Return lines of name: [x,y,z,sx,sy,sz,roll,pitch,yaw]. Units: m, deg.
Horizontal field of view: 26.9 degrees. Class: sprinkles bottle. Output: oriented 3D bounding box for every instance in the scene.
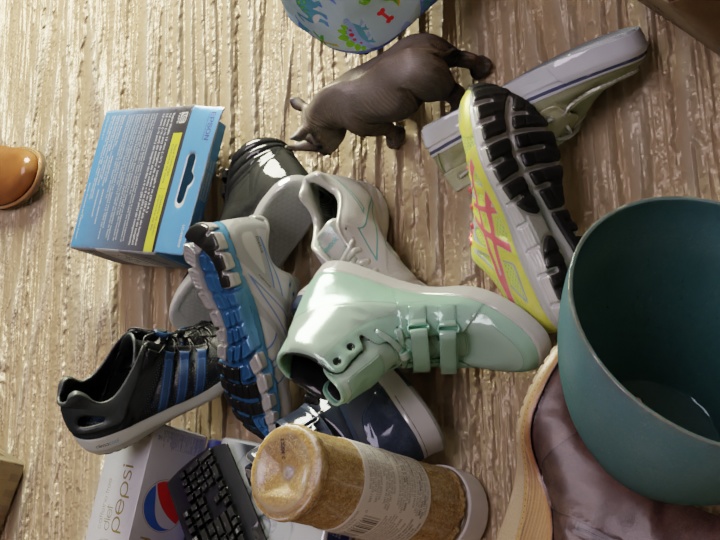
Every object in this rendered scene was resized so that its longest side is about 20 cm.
sprinkles bottle: [0.011,0.161,1.085,0.068,0.199,0.069,-16,65,37]

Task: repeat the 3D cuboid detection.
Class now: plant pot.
plant pot: [0.211,0.071,0.967,0.135,0.198,0.201,106,148,-48]

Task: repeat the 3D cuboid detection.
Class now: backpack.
backpack: [0.003,-0.298,1.257,0.200,0.147,0.183,-48,45,-8]

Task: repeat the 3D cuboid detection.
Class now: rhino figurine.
rhino figurine: [0.009,-0.142,1.273,0.199,0.087,0.060,-22,61,35]

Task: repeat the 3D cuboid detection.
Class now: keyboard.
keyboard: [-0.123,0.252,1.245,0.127,0.020,0.201,-46,49,23]

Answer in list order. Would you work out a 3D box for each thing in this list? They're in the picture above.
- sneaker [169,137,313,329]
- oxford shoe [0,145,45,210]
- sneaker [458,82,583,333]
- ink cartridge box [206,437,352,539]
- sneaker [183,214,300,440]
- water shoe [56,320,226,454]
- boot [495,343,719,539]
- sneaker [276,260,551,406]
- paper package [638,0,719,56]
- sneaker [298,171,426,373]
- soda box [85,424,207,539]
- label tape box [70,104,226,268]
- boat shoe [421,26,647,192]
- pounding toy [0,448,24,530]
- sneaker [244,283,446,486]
sneaker: [-0.110,-0.035,1.365,0.200,0.070,0.100,-49,36,24]
oxford shoe: [-0.424,-0.111,1.669,0.198,0.071,0.072,4,76,41]
sneaker: [0.108,-0.041,1.130,0.090,0.078,0.202,-26,79,49]
ink cartridge box: [-0.096,0.245,1.264,0.199,0.040,0.202,2,77,43]
sneaker: [-0.080,0.047,1.282,0.075,0.086,0.202,0,107,51]
water shoe: [-0.169,0.081,1.308,0.199,0.079,0.071,-35,36,-16]
boot: [0.185,0.154,1.039,0.165,0.072,0.202,12,82,32]
sneaker: [0.036,0.068,1.121,0.198,0.074,0.119,12,48,21]
paper package: [0.220,-0.234,1.043,0.104,0.190,0.200,-54,49,13]
sneaker: [0.000,0.000,1.237,0.070,0.080,0.201,-42,54,21]
soda box: [-0.201,0.237,1.342,0.068,0.063,0.202,1,74,47]
label tape box: [-0.186,-0.078,1.431,0.199,0.066,0.145,5,78,48]
boat shoe: [0.141,-0.125,1.173,0.199,0.072,0.063,-25,96,32]
pounding toy: [-0.459,0.226,1.500,0.199,0.183,0.144,20,89,44]
sneaker: [-0.043,0.105,1.201,0.145,0.077,0.203,-32,47,-8]
